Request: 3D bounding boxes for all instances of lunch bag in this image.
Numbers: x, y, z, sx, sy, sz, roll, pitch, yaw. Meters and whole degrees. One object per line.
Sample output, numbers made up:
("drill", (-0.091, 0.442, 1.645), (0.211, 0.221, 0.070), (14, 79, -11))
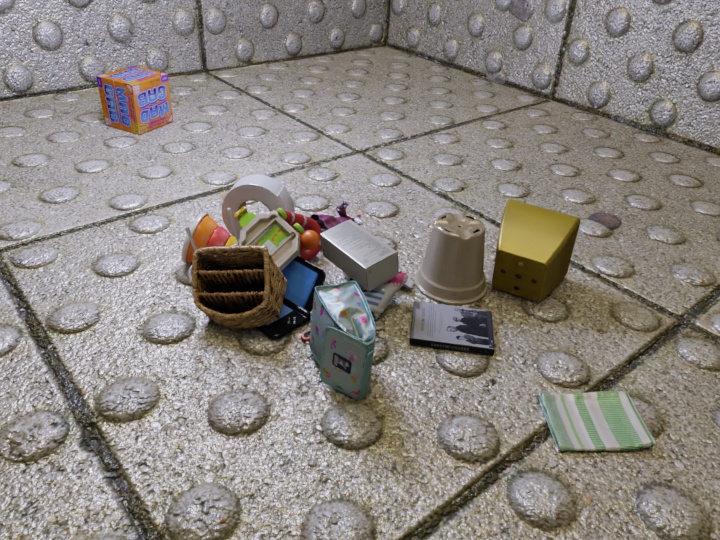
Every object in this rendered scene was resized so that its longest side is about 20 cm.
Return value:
("lunch bag", (-0.031, 0.150, 1.258), (0.120, 0.172, 0.201), (-7, 38, -22))

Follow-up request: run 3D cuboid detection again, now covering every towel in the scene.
("towel", (0.477, 0.302, 1.214), (0.197, 0.024, 0.153), (1, 34, -4))

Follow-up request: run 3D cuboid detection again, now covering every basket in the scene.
("basket", (-0.289, 0.041, 1.376), (0.197, 0.150, 0.144), (0, 57, 16))

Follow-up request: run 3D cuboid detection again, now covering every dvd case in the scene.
("dvd case", (0.221, 0.136, 1.442), (0.197, 0.025, 0.151), (7, 33, 6))

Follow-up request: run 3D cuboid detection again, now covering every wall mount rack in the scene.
("wall mount rack", (-0.357, -0.050, 1.531), (0.198, 0.176, 0.074), (-26, 1, -21))

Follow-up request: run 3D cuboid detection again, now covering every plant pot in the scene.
("plant pot", (0.448, -0.038, 1.592), (0.198, 0.202, 0.177), (19, 46, 22))
("plant pot", (0.250, -0.044, 1.574), (0.197, 0.186, 0.201), (3, 32, -2))

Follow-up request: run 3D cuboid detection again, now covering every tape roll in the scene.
("tape roll", (-0.288, -0.166, 1.692), (0.199, 0.205, 0.071), (8, 32, 7))

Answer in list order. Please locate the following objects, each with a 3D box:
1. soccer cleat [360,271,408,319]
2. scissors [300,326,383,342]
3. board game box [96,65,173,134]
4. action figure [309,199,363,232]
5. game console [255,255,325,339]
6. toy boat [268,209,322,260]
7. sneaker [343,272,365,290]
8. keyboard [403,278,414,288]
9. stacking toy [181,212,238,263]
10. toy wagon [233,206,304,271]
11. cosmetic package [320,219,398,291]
("soccer cleat", (0.044, 0.070, 1.483), (0.198, 0.087, 0.070), (-24, -1, -27))
("scissors", (-0.044, 0.143, 1.415), (0.198, 0.014, 0.073), (-17, 37, -26))
("board game box", (-0.922, -0.704, 2.454), (0.198, 0.202, 0.200), (18, 36, 22))
("action figure", (-0.063, -0.123, 1.778), (0.148, 0.136, 0.199), (-26, -5, 40))
("game console", (-0.211, 0.047, 1.452), (0.199, 0.118, 0.175), (27, 39, 32))
("toy boat", (-0.164, -0.086, 1.601), (0.129, 0.133, 0.199), (11, 2, 33))
("sneaker", (0.000, 0.000, 1.599), (0.080, 0.076, 0.201), (9, 33, -17))
("keyboard", (0.057, -0.013, 1.596), (0.199, 0.011, 0.056), (33, 26, 4))
("stacking toy", (-0.371, -0.054, 1.617), (0.198, 0.147, 0.147), (24, 33, -4))
("toy wagon", (-0.240, -0.087, 1.494), (0.155, 0.040, 0.200), (-44, 65, -12))
("cosmetic package", (-0.004, -0.042, 1.489), (0.103, 0.074, 0.200), (-26, 43, -25))
